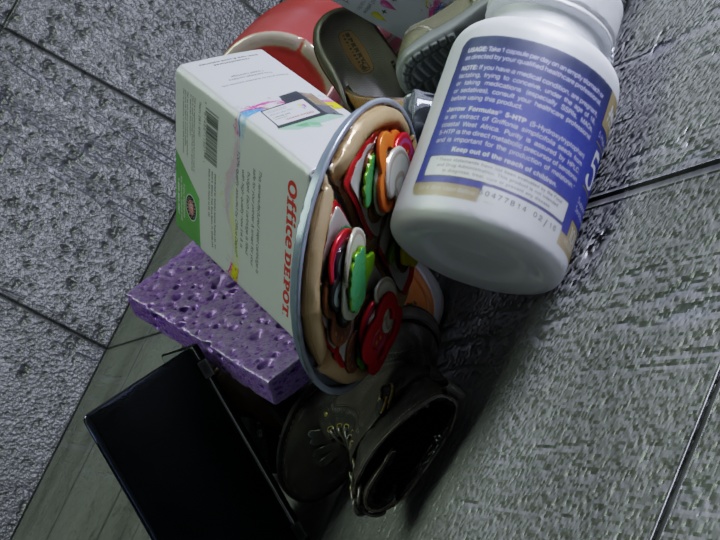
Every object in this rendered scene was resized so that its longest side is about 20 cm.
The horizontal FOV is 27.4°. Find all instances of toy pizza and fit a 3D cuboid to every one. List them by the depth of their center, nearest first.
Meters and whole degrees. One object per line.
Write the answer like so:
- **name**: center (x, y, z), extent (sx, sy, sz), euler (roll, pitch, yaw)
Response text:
- **toy pizza**: center (0.009, -0.014, 0.987), extent (0.200, 0.032, 0.201), euler (12, -90, -68)

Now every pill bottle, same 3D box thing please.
- **pill bottle**: center (0.104, -0.097, 0.974), extent (0.120, 0.119, 0.201), euler (-27, 41, 67)

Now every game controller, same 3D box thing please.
- **game controller**: center (-0.093, 0.083, 1.353), extent (0.104, 0.042, 0.201), euler (-77, -18, -68)

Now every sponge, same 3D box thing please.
- **sponge**: center (-0.091, 0.028, 1.188), extent (0.111, 0.030, 0.200), euler (-39, 43, -23)

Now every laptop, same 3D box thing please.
- **laptop**: center (-0.134, 0.167, 1.150), extent (0.116, 0.188, 0.200), euler (-30, 4, -19)

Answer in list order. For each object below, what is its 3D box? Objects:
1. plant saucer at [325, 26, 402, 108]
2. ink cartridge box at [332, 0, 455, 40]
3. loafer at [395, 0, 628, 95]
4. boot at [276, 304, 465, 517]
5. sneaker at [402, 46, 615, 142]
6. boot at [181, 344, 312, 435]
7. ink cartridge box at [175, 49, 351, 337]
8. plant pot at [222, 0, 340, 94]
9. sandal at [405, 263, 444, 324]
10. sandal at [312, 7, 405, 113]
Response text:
- **plant saucer**: center (0.018, -0.162, 1.471), extent (0.201, 0.051, 0.201), euler (-52, -12, -16)
- **ink cartridge box**: center (0.088, -0.279, 1.252), extent (0.145, 0.199, 0.145), euler (-45, 24, 52)
- **loafer**: center (0.112, -0.200, 1.111), extent (0.199, 0.075, 0.070), euler (-25, 39, 5)
- **boot**: center (0.001, 0.123, 1.056), extent (0.200, 0.069, 0.174), euler (-55, 14, 18)
- **sneaker**: center (0.097, -0.118, 1.076), extent (0.201, 0.113, 0.076), euler (-58, 14, 14)
- **boot**: center (-0.105, 0.141, 1.287), extent (0.064, 0.186, 0.200), euler (-25, -27, -41)
- **ink cartridge box**: center (-0.060, -0.061, 1.126), extent (0.200, 0.084, 0.146), euler (40, 136, 44)
- **plant pot**: center (-0.069, -0.190, 1.580), extent (0.201, 0.200, 0.177), euler (-57, -3, 17)
- **sandal**: center (-0.004, -0.014, 1.197), extent (0.207, 0.059, 0.079), euler (45, 111, 47)
- **sandal**: center (0.029, -0.148, 1.239), extent (0.081, 0.201, 0.055), euler (-25, -17, -19)
